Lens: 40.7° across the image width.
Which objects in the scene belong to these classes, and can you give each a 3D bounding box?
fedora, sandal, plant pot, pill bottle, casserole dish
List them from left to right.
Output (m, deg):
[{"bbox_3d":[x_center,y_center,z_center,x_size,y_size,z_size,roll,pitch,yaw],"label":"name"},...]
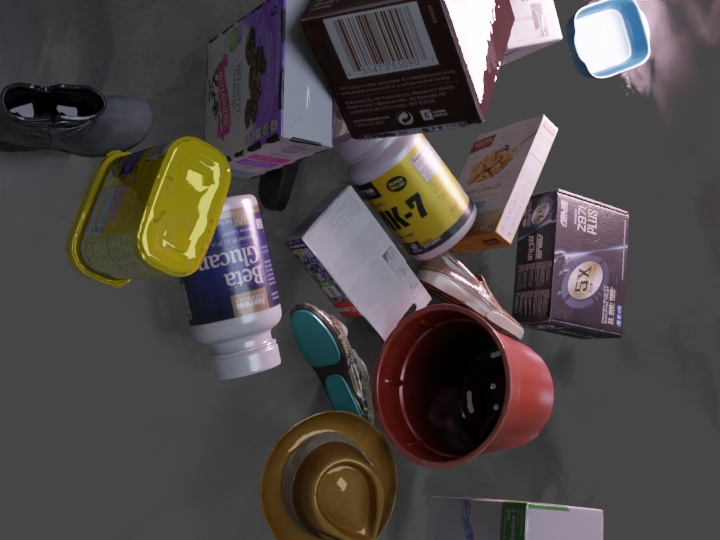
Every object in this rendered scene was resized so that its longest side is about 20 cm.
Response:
[{"bbox_3d":[-0.154,0.020,1.137,0.110,0.111,0.203,-15,94,-35],"label":"pill bottle"},{"bbox_3d":[-0.077,-0.167,1.192,0.047,0.075,0.202,0,125,-33],"label":"sandal"},{"bbox_3d":[-0.026,0.276,1.194,0.198,0.082,0.204,-4,99,-24],"label":"fedora"},{"bbox_3d":[0.057,-0.122,1.300,0.200,0.114,0.115,50,60,-19],"label":"pill bottle"},{"bbox_3d":[0.151,0.158,1.280,0.194,0.199,0.204,16,75,-53],"label":"plant pot"},{"bbox_3d":[0.410,-0.388,1.624,0.199,0.039,0.123,-24,99,-34],"label":"casserole dish"}]

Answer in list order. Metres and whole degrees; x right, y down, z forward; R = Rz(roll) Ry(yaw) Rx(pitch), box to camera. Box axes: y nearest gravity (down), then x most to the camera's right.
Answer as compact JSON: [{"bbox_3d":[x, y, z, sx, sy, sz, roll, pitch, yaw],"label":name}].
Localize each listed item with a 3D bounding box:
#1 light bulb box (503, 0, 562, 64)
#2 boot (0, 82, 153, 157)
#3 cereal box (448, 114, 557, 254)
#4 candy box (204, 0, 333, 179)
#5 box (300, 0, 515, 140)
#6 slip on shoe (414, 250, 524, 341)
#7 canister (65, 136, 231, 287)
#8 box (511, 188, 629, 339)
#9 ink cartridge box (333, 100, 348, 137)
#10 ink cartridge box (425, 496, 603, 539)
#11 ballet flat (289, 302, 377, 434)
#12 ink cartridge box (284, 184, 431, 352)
[{"bbox_3d":[0.128,-0.331,1.322,0.198,0.197,0.126,-18,93,-36],"label":"light bulb box"},{"bbox_3d":[-0.296,-0.164,1.044,0.198,0.131,0.071,-15,92,-35],"label":"boot"},{"bbox_3d":[0.187,-0.119,1.374,0.039,0.143,0.202,36,65,-26],"label":"cereal box"},{"bbox_3d":[-0.111,-0.210,1.138,0.071,0.199,0.170,6,80,-34],"label":"candy box"},{"bbox_3d":[0.060,-0.277,1.076,0.165,0.164,0.201,62,36,-39],"label":"box"},{"bbox_3d":[0.163,0.035,1.385,0.199,0.076,0.061,32,74,-20],"label":"slip on shoe"},{"bbox_3d":[-0.228,-0.060,1.034,0.086,0.199,0.150,26,74,-32],"label":"canister"},{"bbox_3d":[0.324,-0.005,1.492,0.162,0.086,0.203,13,78,-33],"label":"box"},{"bbox_3d":[-0.013,-0.281,1.236,0.144,0.048,0.202,-23,73,-17],"label":"ink cartridge box"},{"bbox_3d":[0.202,0.352,1.300,0.143,0.199,0.085,13,74,-33],"label":"ink cartridge box"},{"bbox_3d":[-0.029,0.116,1.252,0.075,0.067,0.202,-49,120,-52],"label":"ballet flat"},{"bbox_3d":[0.000,0.000,1.286,0.109,0.050,0.201,-49,113,-29],"label":"ink cartridge box"}]
